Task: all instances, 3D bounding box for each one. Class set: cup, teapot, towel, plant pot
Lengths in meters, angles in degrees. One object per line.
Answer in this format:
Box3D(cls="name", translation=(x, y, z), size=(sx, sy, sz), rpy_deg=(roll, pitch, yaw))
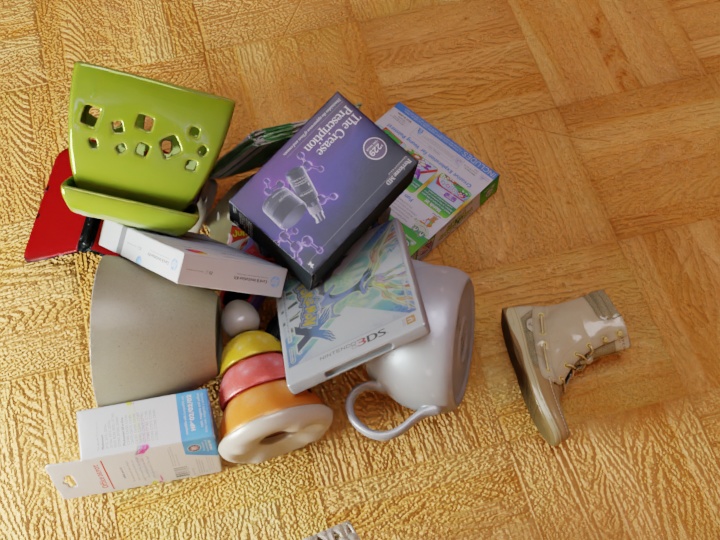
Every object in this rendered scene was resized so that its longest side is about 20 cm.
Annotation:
Box3D(cls="cup", translation=(-0.247, 0.081, 1.436), size=(0.142, 0.201, 0.201), rpy_deg=(0, 58, -2))
Box3D(cls="teapot", translation=(0.060, 0.087, 1.448), size=(0.145, 0.199, 0.200), rpy_deg=(4, 17, 14))
Box3D(cls="towel", translation=(-0.106, -0.177, 1.595), size=(0.199, 0.152, 0.024), rpy_deg=(-23, 87, -37))
Box3D(cls="plant pot", translation=(-0.276, -0.152, 1.456), size=(0.198, 0.200, 0.183), rpy_deg=(12, 97, -11))

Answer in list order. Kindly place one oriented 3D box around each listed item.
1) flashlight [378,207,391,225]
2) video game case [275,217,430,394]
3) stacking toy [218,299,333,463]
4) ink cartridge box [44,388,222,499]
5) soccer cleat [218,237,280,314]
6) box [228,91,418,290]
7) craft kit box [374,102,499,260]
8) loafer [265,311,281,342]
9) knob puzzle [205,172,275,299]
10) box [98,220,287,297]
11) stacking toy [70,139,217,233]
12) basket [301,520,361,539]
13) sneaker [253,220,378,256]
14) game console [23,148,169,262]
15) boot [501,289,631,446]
Box3D(cls="flashlight", translation=(0.000, 0.000, 1.543), size=(0.068, 0.068, 0.201), rpy_deg=(1, 66, 30))
Box3D(cls="video game case", translation=(-0.016, 0.039, 1.402), size=(0.181, 0.022, 0.201), rpy_deg=(-25, 40, 11))
Box3D(cls="stacking toy", translation=(-0.129, 0.125, 1.423), size=(0.145, 0.146, 0.201), rpy_deg=(-17, 69, -10))
Box3D(cls="ink cartridge box", translation=(-0.275, 0.212, 1.401), size=(0.199, 0.115, 0.068), rpy_deg=(-10, 59, -7))
Box3D(cls="soccer cleat", translation=(-0.133, -0.014, 1.537), size=(0.068, 0.073, 0.201), rpy_deg=(25, 72, 7))
Box3D(cls="box", translation=(-0.046, -0.099, 1.430), size=(0.141, 0.079, 0.200), rpy_deg=(41, 75, 5))
Box3D(cls="craft kit box", translation=(0.062, -0.123, 1.656), size=(0.200, 0.049, 0.197), rpy_deg=(39, 63, 22))
Box3D(cls="loafer", translation=(-0.070, 0.035, 1.513), size=(0.072, 0.072, 0.201), rpy_deg=(20, 71, -21))
Box3D(cls="knob puzzle", translation=(-0.117, -0.054, 1.606), size=(0.218, 0.030, 0.221), rpy_deg=(0, 71, -1))
Box3D(cls="box", translation=(-0.210, -0.017, 1.435), size=(0.199, 0.155, 0.041), rpy_deg=(19, 97, 48))
Box3D(cls="stacking toy", translation=(-0.302, -0.122, 1.584), size=(0.199, 0.085, 0.086), rpy_deg=(22, 57, -15))
Box3D(cls="basket", translation=(-0.024, 0.399, 1.278), size=(0.123, 0.136, 0.201), rpy_deg=(-22, 60, -18))
Box3D(cls="sneaker", translation=(-0.036, -0.069, 1.494), size=(0.199, 0.081, 0.115), rpy_deg=(-33, 68, -16))
Box3D(cls="game console", translation=(-0.360, -0.085, 1.645), size=(0.172, 0.119, 0.201), rpy_deg=(23, 56, -23))
Box3D(cls="boot", translation=(0.279, 0.120, 1.486), size=(0.154, 0.073, 0.201), rpy_deg=(-12, 53, -4))
